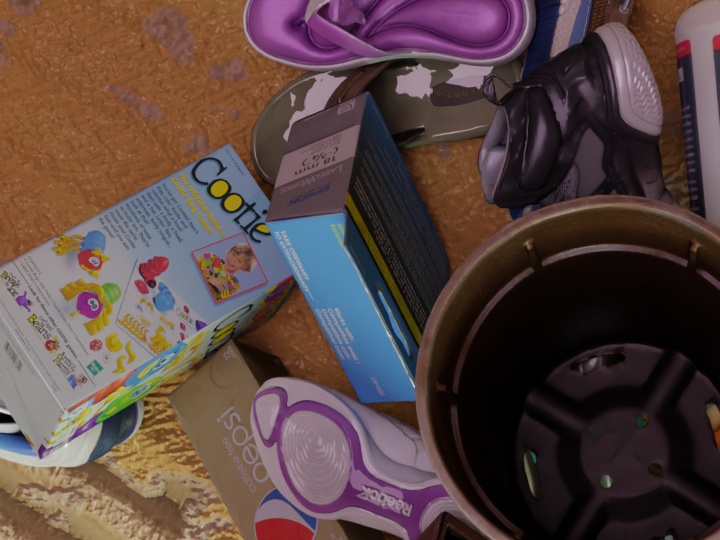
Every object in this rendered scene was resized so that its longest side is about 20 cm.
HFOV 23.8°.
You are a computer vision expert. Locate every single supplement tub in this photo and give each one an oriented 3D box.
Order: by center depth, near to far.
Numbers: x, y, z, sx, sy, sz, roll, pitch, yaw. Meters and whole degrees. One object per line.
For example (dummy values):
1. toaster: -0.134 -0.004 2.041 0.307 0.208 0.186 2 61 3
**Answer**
1. supplement tub: 0.267 -0.067 1.035 0.139 0.140 0.202 -5 91 18

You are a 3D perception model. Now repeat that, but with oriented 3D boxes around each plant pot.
1. plant pot: 0.143 0.086 0.969 0.198 0.198 0.202 -3 72 10

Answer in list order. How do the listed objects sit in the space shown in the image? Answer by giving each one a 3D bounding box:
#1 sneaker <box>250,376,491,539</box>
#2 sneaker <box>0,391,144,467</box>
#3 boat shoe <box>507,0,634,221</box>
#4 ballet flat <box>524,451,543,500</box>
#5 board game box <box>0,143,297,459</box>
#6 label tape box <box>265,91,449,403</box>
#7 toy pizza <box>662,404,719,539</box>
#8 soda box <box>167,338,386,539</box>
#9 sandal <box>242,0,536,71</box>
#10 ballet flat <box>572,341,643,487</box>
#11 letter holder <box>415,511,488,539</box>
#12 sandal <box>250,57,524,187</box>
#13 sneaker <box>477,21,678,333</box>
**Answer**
1. sneaker: 0.018 0.133 1.097 0.199 0.100 0.075 30 101 16
2. sneaker: -0.256 0.069 1.205 0.199 0.146 0.081 31 101 14
3. boat shoe: 0.144 -0.122 1.104 0.072 0.072 0.202 11 93 -14
4. ballet flat: 0.115 0.152 1.140 0.069 0.069 0.202 -17 85 17
5. board game box: -0.149 0.020 1.136 0.199 0.103 0.105 -31 80 -28
6. label tape box: 0.000 0.000 1.069 0.063 0.201 0.145 -19 117 16
7. toy pizza: 0.284 0.146 1.046 0.198 0.032 0.202 -1 64 2
8. soda box: -0.050 0.146 1.153 0.068 0.064 0.201 -41 61 14
9. sandal: 0.013 -0.173 1.116 0.200 0.050 0.083 1 93 17
10. ballet flat: 0.150 0.054 1.122 0.063 0.067 0.202 -3 86 28
11. letter holder: 0.021 0.269 1.015 0.100 0.143 0.200 35 124 -7
12. sandal: 0.014 -0.111 1.157 0.199 0.057 0.081 -16 89 16
13. sneaker: 0.134 -0.044 1.045 0.113 0.076 0.202 -16 113 -1
